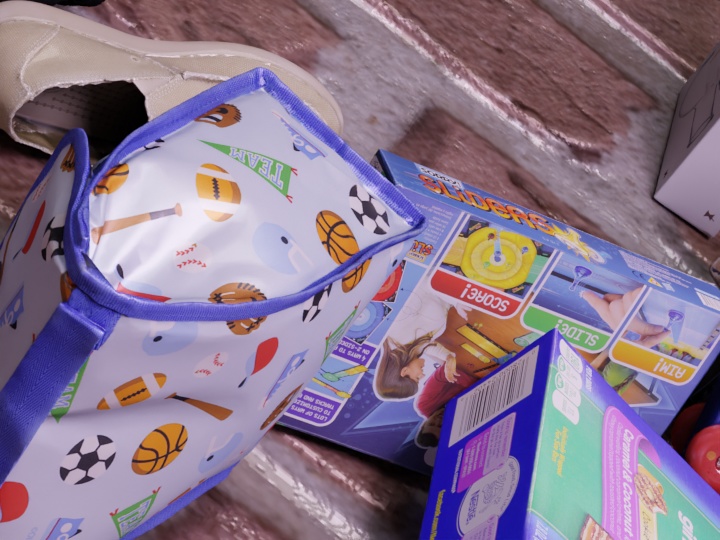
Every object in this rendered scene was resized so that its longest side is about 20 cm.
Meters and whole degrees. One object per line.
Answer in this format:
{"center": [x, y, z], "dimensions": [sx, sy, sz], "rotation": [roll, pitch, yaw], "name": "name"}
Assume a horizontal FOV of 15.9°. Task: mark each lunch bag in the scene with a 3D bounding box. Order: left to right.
{"center": [-0.093, 0.026, 1.035], "dimensions": [0.124, 0.170, 0.200], "rotation": [41, 33, 8], "name": "lunch bag"}

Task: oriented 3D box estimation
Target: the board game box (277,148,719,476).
{"center": [0.061, 0.037, 1.209], "dimensions": [0.199, 0.136, 0.035], "rotation": [21, 24, -27], "name": "board game box"}

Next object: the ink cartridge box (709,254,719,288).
{"center": [0.278, 0.044, 1.353], "dimensions": [0.200, 0.075, 0.165], "rotation": [53, 16, 3], "name": "ink cartridge box"}

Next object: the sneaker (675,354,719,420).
{"center": [0.212, 0.094, 1.346], "dimensions": [0.111, 0.077, 0.200], "rotation": [38, 27, -14], "name": "sneaker"}

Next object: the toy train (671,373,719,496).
{"center": [0.238, 0.038, 1.240], "dimensions": [0.115, 0.201, 0.085], "rotation": [25, 6, -2], "name": "toy train"}

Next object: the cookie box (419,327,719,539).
{"center": [0.119, 0.154, 1.144], "dimensions": [0.200, 0.075, 0.171], "rotation": [45, 29, -19], "name": "cookie box"}

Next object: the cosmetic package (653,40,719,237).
{"center": [0.262, -0.135, 1.565], "dimensions": [0.052, 0.200, 0.151], "rotation": [32, 32, -8], "name": "cosmetic package"}

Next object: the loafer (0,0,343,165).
{"center": [-0.099, -0.071, 1.247], "dimensions": [0.199, 0.076, 0.069], "rotation": [10, 42, -24], "name": "loafer"}

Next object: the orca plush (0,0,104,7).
{"center": [-0.169, -0.140, 1.290], "dimensions": [0.105, 0.072, 0.199], "rotation": [5, 4, 38], "name": "orca plush"}
